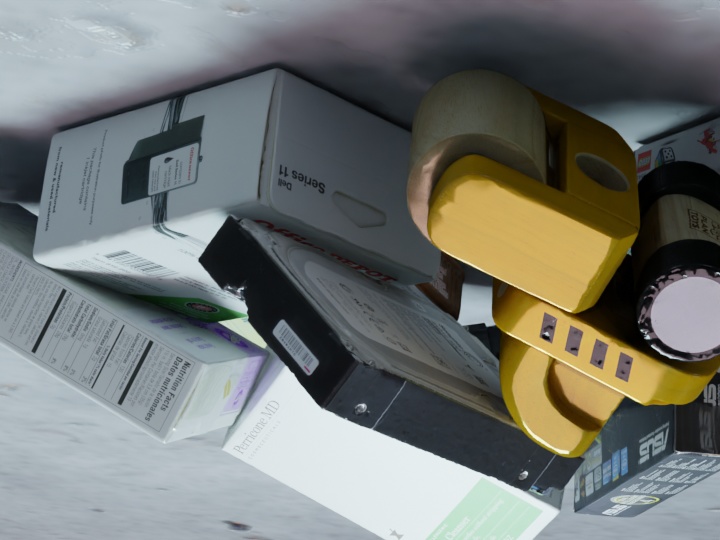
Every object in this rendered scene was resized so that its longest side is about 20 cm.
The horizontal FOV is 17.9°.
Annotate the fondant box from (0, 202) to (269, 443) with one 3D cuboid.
[{"bbox_3d":[-0.168,0.028,1.396,0.199,0.058,0.144,31,-173,11],"label":"fondant box"}]

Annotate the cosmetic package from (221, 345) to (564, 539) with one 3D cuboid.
[{"bbox_3d":[0.026,0.106,1.468,0.199,0.085,0.108,28,133,-9],"label":"cosmetic package"}]

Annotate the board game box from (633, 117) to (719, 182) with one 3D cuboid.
[{"bbox_3d":[0.256,-0.058,1.221,0.126,0.035,0.200,17,160,-30],"label":"board game box"}]

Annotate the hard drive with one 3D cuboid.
[{"bbox_3d":[0.019,0.047,1.217,0.200,0.038,0.140,27,-165,-45],"label":"hard drive"}]

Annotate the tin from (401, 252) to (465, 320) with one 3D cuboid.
[{"bbox_3d":[0.000,0.000,1.487,0.111,0.042,0.200,-6,160,20],"label":"tin"}]

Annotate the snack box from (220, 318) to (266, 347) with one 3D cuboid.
[{"bbox_3d":[-0.101,0.034,1.623,0.115,0.037,0.200,1,162,14],"label":"snack box"}]

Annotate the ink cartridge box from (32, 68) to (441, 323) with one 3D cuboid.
[{"bbox_3d":[-0.068,-0.037,1.308,0.199,0.084,0.146,-10,156,43],"label":"ink cartridge box"}]

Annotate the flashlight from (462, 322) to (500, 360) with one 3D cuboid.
[{"bbox_3d":[0.148,0.061,1.520,0.198,0.068,0.068,-6,166,-4],"label":"flashlight"}]

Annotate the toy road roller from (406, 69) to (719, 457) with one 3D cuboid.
[{"bbox_3d":[0.098,0.004,1.178,0.199,0.123,0.146,27,117,-10],"label":"toy road roller"}]

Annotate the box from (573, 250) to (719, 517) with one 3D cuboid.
[{"bbox_3d":[0.179,0.054,1.386,0.049,0.162,0.200,4,164,-11],"label":"box"}]
